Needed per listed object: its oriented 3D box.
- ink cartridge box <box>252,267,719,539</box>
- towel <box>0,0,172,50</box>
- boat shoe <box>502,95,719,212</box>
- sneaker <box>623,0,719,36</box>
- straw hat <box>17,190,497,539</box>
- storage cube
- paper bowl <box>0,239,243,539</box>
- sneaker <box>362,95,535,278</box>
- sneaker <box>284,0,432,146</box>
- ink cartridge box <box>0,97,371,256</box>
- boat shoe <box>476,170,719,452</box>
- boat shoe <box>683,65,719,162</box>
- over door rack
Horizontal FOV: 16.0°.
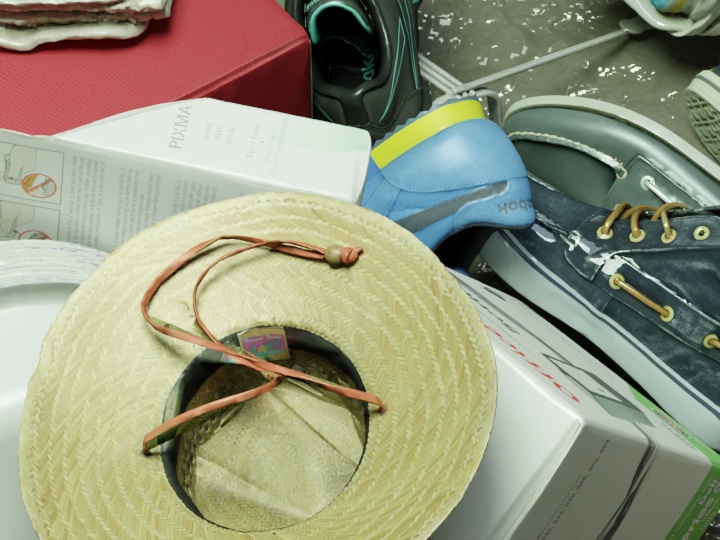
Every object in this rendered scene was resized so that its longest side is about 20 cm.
[{"bbox_3d":[0.061,0.069,1.124,0.145,0.200,0.084,39,98,27],"label":"ink cartridge box"},{"bbox_3d":[-0.180,-0.163,1.214,0.199,0.035,0.133,3,50,6],"label":"towel"},{"bbox_3d":[0.148,-0.022,1.276,0.200,0.073,0.062,29,59,16],"label":"boat shoe"},{"bbox_3d":[0.191,-0.152,1.345,0.200,0.077,0.081,27,51,-6],"label":"sneaker"},{"bbox_3d":[-0.033,0.072,1.003,0.200,0.085,0.201,-6,51,8],"label":"straw hat"},{"bbox_3d":[-0.138,-0.069,1.266,0.180,0.171,0.200,-30,56,-20],"label":"storage cube"},{"bbox_3d":[-0.136,0.096,1.081,0.200,0.201,0.104,-18,22,-11],"label":"paper bowl"},{"bbox_3d":[0.000,0.000,1.222,0.066,0.200,0.079,-8,67,-56],"label":"sneaker"},{"bbox_3d":[-0.002,-0.140,1.275,0.075,0.079,0.201,-15,61,8],"label":"sneaker"},{"bbox_3d":[-0.104,-0.012,1.137,0.199,0.161,0.050,13,48,1],"label":"ink cartridge box"},{"bbox_3d":[0.136,-0.009,1.225,0.200,0.091,0.071,40,26,10],"label":"boat shoe"},{"bbox_3d":[0.244,-0.045,1.287,0.062,0.075,0.200,-31,52,-13],"label":"boat shoe"},{"bbox_3d":[0.053,-0.137,1.380,0.148,0.067,0.200,38,50,26],"label":"over door rack"}]
